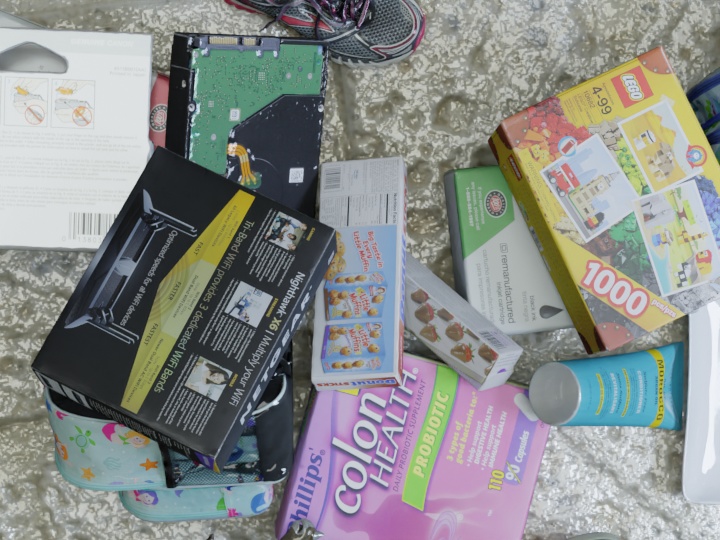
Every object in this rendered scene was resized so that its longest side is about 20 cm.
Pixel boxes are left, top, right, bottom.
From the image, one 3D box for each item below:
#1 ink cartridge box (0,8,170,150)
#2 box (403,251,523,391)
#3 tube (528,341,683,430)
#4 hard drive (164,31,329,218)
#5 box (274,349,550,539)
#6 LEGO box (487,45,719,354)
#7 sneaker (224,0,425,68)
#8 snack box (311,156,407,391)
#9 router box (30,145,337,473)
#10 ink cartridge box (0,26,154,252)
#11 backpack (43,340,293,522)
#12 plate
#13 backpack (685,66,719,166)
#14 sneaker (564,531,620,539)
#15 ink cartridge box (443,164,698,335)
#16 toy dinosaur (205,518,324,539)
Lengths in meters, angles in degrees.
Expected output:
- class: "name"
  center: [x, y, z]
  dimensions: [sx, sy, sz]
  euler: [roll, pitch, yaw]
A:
- class: "ink cartridge box"
  center: [-0.244, -0.116, 1.366]
  dimensions: [0.199, 0.083, 0.147]
  euler: [22, 90, -4]
- class: "box"
  center: [0.048, 0.024, 1.357]
  dimensions: [0.200, 0.041, 0.039]
  euler: [40, 115, 27]
- class: "tube"
  center: [0.218, 0.100, 1.370]
  dimensions: [0.050, 0.199, 0.078]
  euler: [8, 94, 41]
- class: "hard drive"
  center: [-0.097, -0.093, 1.348]
  dimensions: [0.139, 0.038, 0.202]
  euler: [-5, 107, -38]
- class: "box"
  center: [0.045, 0.161, 1.380]
  dimensions: [0.199, 0.097, 0.177]
  euler: [16, 89, -3]
- class: "LEGO box"
  center: [0.213, -0.053, 1.315]
  dimensions: [0.148, 0.077, 0.201]
  euler: [-25, 86, -5]
- class: "sneaker"
  center: [-0.041, -0.229, 1.385]
  dimensions: [0.199, 0.075, 0.081]
  euler: [19, 89, -4]
- class: "snack box"
  center: [0.000, 0.000, 1.336]
  dimensions: [0.071, 0.024, 0.201]
  euler: [-4, 62, 11]
- class: "router box"
  center: [-0.130, 0.027, 1.234]
  dimensions: [0.156, 0.052, 0.201]
  euler: [26, 73, 9]
- class: "ink cartridge box"
  center: [-0.264, -0.103, 1.301]
  dimensions: [0.198, 0.044, 0.175]
  euler: [2, 91, -4]
- class: "backpack"
  center: [-0.153, 0.111, 1.325]
  dimensions: [0.198, 0.178, 0.152]
  euler: [-1, 120, -3]
- class: "plate"
  center: [0.379, 0.105, 1.435]
  dimensions: [0.198, 0.032, 0.201]
  euler: [2, 89, -4]
- class: "backpack"
  center: [0.362, -0.118, 1.350]
  dimensions: [0.182, 0.200, 0.148]
  euler: [-22, 92, -3]
- class: "sneaker"
  center: [0.158, 0.313, 1.374]
  dimensions: [0.200, 0.106, 0.075]
  euler: [-39, 125, 3]
- class: "ink cartridge box"
  center: [0.179, -0.024, 1.395]
  dimensions: [0.198, 0.083, 0.148]
  euler: [-7, 90, -4]
- class: "toy dinosaur"
  center: [-0.101, 0.278, 1.332]
  dimensions: [0.102, 0.077, 0.201]
  euler: [27, 127, -4]
